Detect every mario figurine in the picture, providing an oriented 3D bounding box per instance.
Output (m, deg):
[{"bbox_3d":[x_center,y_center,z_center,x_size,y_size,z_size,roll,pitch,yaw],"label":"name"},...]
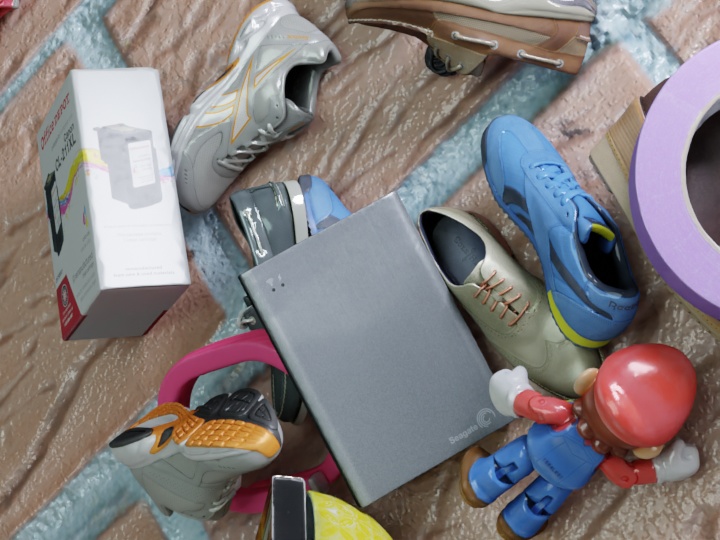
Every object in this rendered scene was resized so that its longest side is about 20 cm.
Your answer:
[{"bbox_3d":[0.169,0.116,1.297,0.200,0.123,0.107,-40,43,34],"label":"mario figurine"}]

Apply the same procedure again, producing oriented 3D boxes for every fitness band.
[{"bbox_3d":[-0.088,0.124,1.442,0.199,0.037,0.145,-20,99,42],"label":"fitness band"}]

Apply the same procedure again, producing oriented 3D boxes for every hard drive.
[{"bbox_3d":[0.013,0.060,1.360,0.139,0.033,0.201,-28,90,-10],"label":"hard drive"}]

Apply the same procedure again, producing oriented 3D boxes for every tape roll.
[{"bbox_3d":[0.285,-0.061,1.213,0.198,0.066,0.203,-1,83,4],"label":"tape roll"}]

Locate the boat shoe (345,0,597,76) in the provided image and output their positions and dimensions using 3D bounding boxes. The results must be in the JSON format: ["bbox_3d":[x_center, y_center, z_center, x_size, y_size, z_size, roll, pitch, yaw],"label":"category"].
[{"bbox_3d":[0.084,-0.187,1.385,0.198,0.076,0.073,6,102,11],"label":"boat shoe"}]

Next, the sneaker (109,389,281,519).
[{"bbox_3d":[-0.114,0.153,1.402,0.199,0.076,0.093,-9,114,54],"label":"sneaker"}]

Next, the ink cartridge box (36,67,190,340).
[{"bbox_3d":[-0.219,-0.057,1.544,0.146,0.082,0.202,138,125,-60],"label":"ink cartridge box"}]

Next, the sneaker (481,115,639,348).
[{"bbox_3d":[0.155,-0.044,1.320,0.202,0.065,0.079,67,152,24],"label":"sneaker"}]

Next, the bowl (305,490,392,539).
[{"bbox_3d":[-0.002,0.275,1.353,0.106,0.200,0.203,8,84,-10],"label":"bowl"}]

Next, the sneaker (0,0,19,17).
[{"bbox_3d":[-0.352,-0.298,1.729,0.087,0.074,0.201,39,107,18],"label":"sneaker"}]

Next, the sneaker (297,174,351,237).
[{"bbox_3d":[0.000,0.000,1.450,0.078,0.066,0.201,-14,55,-11],"label":"sneaker"}]

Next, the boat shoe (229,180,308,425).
[{"bbox_3d":[-0.075,0.028,1.456,0.073,0.061,0.202,-170,77,-73],"label":"boat shoe"}]

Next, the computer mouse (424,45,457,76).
[{"bbox_3d":[0.032,-0.245,1.476,0.199,0.044,0.110,33,104,27],"label":"computer mouse"}]

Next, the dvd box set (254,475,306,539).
[{"bbox_3d":[-0.073,0.279,1.361,0.147,0.029,0.201,-93,14,-49],"label":"dvd box set"}]

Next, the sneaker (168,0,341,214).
[{"bbox_3d":[-0.091,-0.129,1.517,0.092,0.075,0.201,35,102,28],"label":"sneaker"}]

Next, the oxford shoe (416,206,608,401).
[{"bbox_3d":[0.109,0.026,1.356,0.200,0.074,0.071,45,103,29],"label":"oxford shoe"}]

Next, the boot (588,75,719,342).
[{"bbox_3d":[0.274,-0.062,1.268,0.166,0.072,0.201,-36,71,16],"label":"boot"}]
